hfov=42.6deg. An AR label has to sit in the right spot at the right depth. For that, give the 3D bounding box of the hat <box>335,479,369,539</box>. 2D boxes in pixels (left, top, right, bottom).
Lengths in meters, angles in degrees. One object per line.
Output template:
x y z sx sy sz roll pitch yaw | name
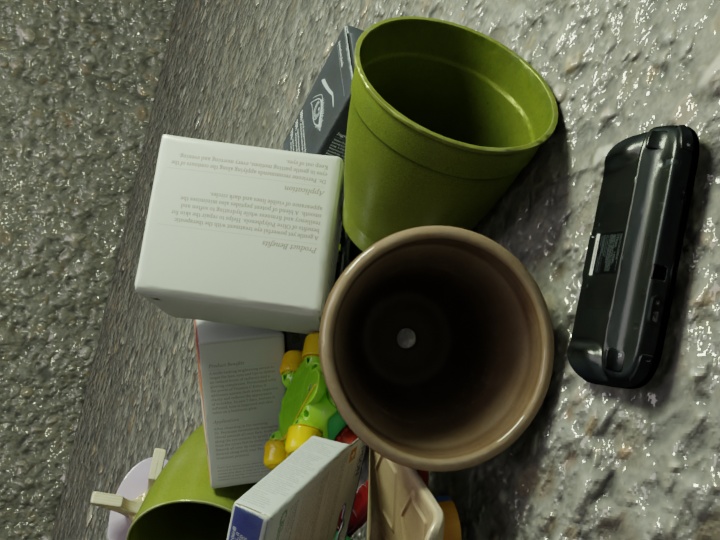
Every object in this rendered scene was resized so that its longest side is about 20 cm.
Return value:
0.000 0.312 0.981 0.201 0.174 0.167 73 -173 -48 | hat

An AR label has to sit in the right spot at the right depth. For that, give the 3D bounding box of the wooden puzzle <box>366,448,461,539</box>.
0.047 0.247 0.835 0.200 0.046 0.188 -121 31 -65 | wooden puzzle

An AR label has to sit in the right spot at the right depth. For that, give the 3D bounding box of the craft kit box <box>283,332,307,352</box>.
-0.110 0.022 1.272 0.200 0.048 0.200 -135 40 -64 | craft kit box

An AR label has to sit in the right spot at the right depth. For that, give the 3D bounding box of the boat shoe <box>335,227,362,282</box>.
0.000 0.000 1.086 0.062 0.072 0.202 75 -164 -55 | boat shoe

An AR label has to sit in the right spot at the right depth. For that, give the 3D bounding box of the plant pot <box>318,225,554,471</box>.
0.057 0.066 0.838 0.175 0.198 0.203 162 123 -84 | plant pot

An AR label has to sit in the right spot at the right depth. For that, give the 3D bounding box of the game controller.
0.207 -0.011 0.710 0.104 0.042 0.203 161 123 -79 | game controller

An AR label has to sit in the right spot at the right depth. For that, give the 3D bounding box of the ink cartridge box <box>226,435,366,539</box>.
-0.066 0.255 0.822 0.200 0.043 0.199 -27 -48 -65 | ink cartridge box

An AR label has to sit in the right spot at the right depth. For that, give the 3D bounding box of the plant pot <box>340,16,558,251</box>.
0.064 -0.111 0.916 0.194 0.198 0.202 112 158 -43 | plant pot

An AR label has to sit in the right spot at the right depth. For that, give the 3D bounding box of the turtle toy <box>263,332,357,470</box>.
-0.032 0.152 1.040 0.200 0.100 0.147 -39 37 57 | turtle toy

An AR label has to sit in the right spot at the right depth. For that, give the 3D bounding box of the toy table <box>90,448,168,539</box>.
-0.352 0.403 1.537 0.117 0.181 0.203 117 151 -64 | toy table

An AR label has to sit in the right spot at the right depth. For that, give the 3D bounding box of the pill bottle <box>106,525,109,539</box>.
-0.423 0.561 1.645 0.112 0.111 0.202 -39 41 52 | pill bottle

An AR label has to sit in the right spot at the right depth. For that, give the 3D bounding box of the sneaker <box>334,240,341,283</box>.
-0.044 -0.007 1.223 0.200 0.074 0.077 -124 41 -70 | sneaker

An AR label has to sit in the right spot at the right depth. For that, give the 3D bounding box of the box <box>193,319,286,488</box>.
-0.155 0.150 1.197 0.152 0.105 0.203 -123 30 -68 | box

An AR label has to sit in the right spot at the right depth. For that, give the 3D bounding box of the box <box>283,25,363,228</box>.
-0.013 -0.177 1.174 0.201 0.103 0.149 -55 27 36 | box

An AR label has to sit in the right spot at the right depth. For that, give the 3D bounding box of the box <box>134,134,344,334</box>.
-0.123 -0.030 1.033 0.200 0.196 0.174 90 -172 -78 | box

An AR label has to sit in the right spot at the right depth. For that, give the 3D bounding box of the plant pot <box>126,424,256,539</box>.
-0.207 0.311 1.276 0.188 0.185 0.201 -60 13 29 | plant pot
